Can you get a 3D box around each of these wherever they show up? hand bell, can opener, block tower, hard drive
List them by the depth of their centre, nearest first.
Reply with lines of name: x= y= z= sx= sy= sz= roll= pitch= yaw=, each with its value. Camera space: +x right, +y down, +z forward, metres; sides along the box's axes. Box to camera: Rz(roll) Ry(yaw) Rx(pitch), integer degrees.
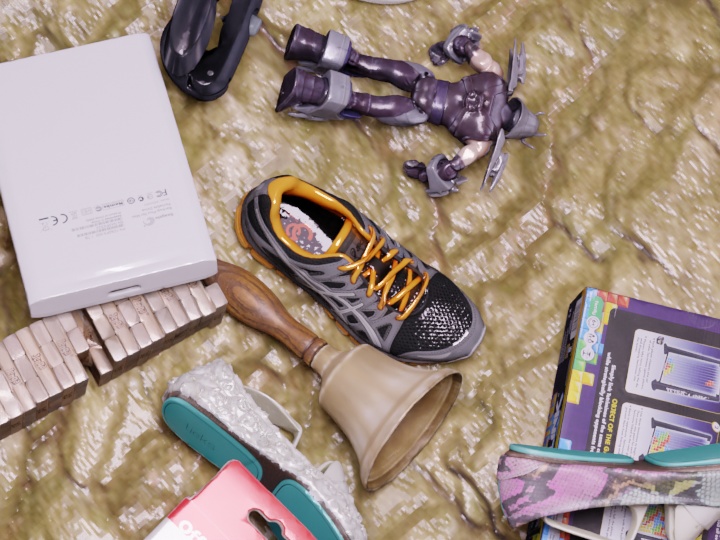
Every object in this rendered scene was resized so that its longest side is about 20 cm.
block tower: x=-0.193 y=0.053 z=1.640 sx=0.200 sy=0.054 sz=0.058 roll=-27 pitch=80 yaw=-15
hard drive: x=-0.188 y=-0.070 z=1.658 sx=0.131 sy=0.026 sz=0.200 roll=-13 pitch=59 yaw=-9
hand bell: x=-0.038 y=0.054 z=1.660 sx=0.200 sy=0.104 sz=0.104 roll=37 pitch=72 yaw=17
can opener: x=-0.093 y=-0.210 z=1.727 sx=0.063 sy=0.079 sz=0.200 roll=25 pitch=60 yaw=-6

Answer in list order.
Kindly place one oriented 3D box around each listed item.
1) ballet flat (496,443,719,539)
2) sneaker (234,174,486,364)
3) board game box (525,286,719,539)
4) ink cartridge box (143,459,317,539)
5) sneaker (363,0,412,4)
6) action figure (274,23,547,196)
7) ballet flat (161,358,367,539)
ballet flat: x=0.191 y=0.152 z=1.609 sx=0.199 sy=0.069 sz=0.071 roll=0 pitch=93 yaw=-5
sneaker: x=0.000 y=0.000 z=1.671 sx=0.200 sy=0.077 sz=0.078 roll=30 pitch=71 yaw=0
board game box: x=0.214 y=0.128 z=1.676 sx=0.165 sy=0.057 sz=0.201 roll=15 pitch=73 yaw=-6
ink cartridge box: x=-0.119 y=0.237 z=1.591 sx=0.116 sy=0.067 sz=0.200 roll=45 pitch=73 yaw=5
sneaker: x=-0.012 y=-0.256 z=1.710 sx=0.200 sy=0.088 sz=0.075 roll=27 pitch=76 yaw=-26
action figure: x=0.041 y=-0.126 z=1.720 sx=0.199 sy=0.069 sz=0.131 roll=14 pitch=66 yaw=-8
ballet flat: x=-0.051 y=0.136 z=1.633 sx=0.072 sy=0.072 sz=0.200 roll=-43 pitch=84 yaw=-16
